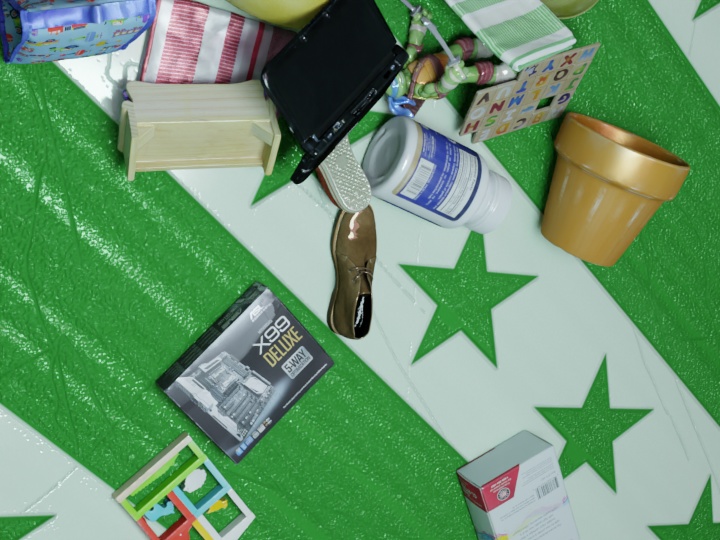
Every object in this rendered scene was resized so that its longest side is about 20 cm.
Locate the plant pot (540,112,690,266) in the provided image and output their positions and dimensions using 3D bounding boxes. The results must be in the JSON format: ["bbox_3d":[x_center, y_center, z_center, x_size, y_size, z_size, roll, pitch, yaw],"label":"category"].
[{"bbox_3d":[0.367,-0.115,1.651,0.199,0.200,0.184,13,110,-28],"label":"plant pot"}]

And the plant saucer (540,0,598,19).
[{"bbox_3d":[0.293,-0.476,1.617,0.199,0.031,0.202,-5,103,-25],"label":"plant saucer"}]

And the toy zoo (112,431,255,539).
[{"bbox_3d":[-0.237,0.341,1.532,0.131,0.020,0.201,-40,115,-14],"label":"toy zoo"}]

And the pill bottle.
[{"bbox_3d":[0.113,-0.128,1.551,0.199,0.120,0.120,23,90,-29],"label":"pill bottle"}]

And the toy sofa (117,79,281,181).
[{"bbox_3d":[-0.207,-0.179,1.393,0.198,0.098,0.083,-5,146,-19],"label":"toy sofa"}]

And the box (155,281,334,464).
[{"bbox_3d":[-0.157,0.141,1.512,0.200,0.050,0.158,-45,116,-11],"label":"box"}]

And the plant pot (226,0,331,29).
[{"bbox_3d":[-0.080,-0.387,1.378,0.201,0.199,0.142,-57,143,-5],"label":"plant pot"}]

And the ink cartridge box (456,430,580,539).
[{"bbox_3d":[0.255,0.385,1.751,0.145,0.083,0.201,-26,111,-20],"label":"ink cartridge box"}]

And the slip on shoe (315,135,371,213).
[{"bbox_3d":[-0.047,-0.172,1.498,0.074,0.061,0.201,-26,98,-21],"label":"slip on shoe"}]

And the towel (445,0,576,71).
[{"bbox_3d":[0.193,-0.367,1.510,0.152,0.023,0.200,-29,74,-38],"label":"towel"}]

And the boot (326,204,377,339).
[{"bbox_3d":[0.000,0.000,1.548,0.073,0.075,0.202,1,99,-25],"label":"boot"}]

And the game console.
[{"bbox_3d":[-0.043,-0.236,1.387,0.116,0.176,0.200,42,68,-2],"label":"game console"}]

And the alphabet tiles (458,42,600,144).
[{"bbox_3d":[0.239,-0.251,1.582,0.199,0.167,0.008,-20,67,-22],"label":"alphabet tiles"}]

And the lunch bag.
[{"bbox_3d":[-0.326,-0.288,1.252,0.150,0.200,0.095,-13,107,-24],"label":"lunch bag"}]

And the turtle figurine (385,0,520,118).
[{"bbox_3d":[0.126,-0.311,1.506,0.193,0.144,0.202,-13,110,-28],"label":"turtle figurine"}]

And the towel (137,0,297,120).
[{"bbox_3d":[-0.186,-0.267,1.428,0.199,0.023,0.145,11,95,-28],"label":"towel"}]
